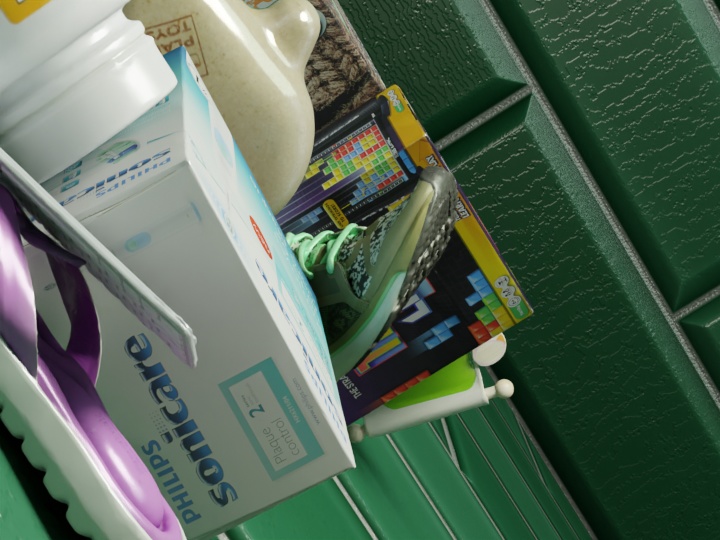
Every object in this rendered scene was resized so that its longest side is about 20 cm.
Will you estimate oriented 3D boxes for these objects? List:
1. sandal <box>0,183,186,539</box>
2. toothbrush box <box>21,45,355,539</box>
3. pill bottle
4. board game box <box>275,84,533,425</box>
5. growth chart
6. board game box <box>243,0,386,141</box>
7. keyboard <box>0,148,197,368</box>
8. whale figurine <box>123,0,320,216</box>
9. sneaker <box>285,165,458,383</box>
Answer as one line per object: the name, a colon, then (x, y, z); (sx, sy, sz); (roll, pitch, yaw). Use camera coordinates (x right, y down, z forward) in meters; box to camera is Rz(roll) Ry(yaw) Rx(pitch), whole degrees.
sandal: (-0.112, 0.014, 0.625); (0.203, 0.050, 0.082); (57, 3, -2)
toothbrush box: (-0.078, 0.004, 0.778); (0.147, 0.085, 0.200); (63, 4, -19)
pill bottle: (-0.158, -0.134, 0.696); (0.201, 0.109, 0.109); (56, 5, -12)
board game box: (0.000, 0.000, 1.139); (0.200, 0.165, 0.057); (53, 6, -47)
growth chart: (0.010, 0.027, 1.246); (0.201, 0.144, 0.018); (59, 17, -17)
board game box: (-0.097, -0.138, 1.046); (0.097, 0.159, 0.200); (61, 7, 31)
keyboard: (-0.130, -0.040, 0.633); (0.200, 0.011, 0.056); (43, -7, 8)
whale figurine: (-0.100, -0.113, 0.918); (0.104, 0.158, 0.201); (-123, -164, -67)
sneaker: (-0.026, 0.009, 0.924); (0.088, 0.200, 0.077); (39, 35, -2)
